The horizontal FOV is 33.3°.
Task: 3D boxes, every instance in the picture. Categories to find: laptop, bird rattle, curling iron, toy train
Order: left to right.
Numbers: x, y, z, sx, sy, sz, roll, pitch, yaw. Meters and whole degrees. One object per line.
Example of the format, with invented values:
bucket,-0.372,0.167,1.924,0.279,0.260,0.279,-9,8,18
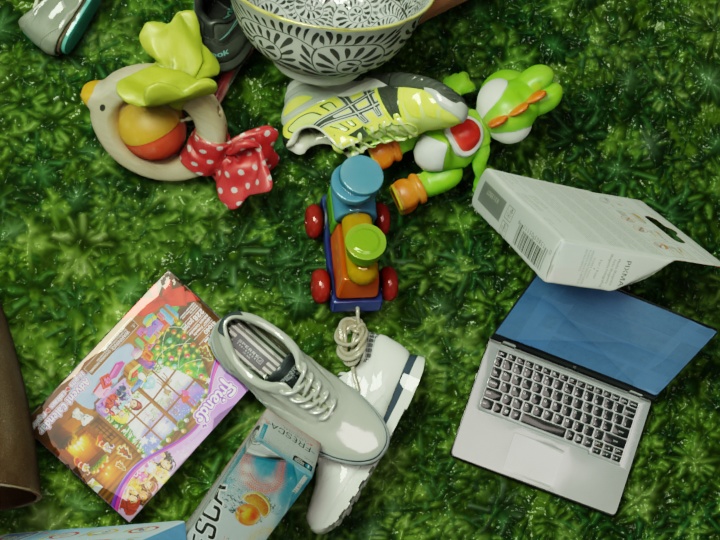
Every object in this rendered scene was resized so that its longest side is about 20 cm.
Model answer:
bird rattle,-0.171,-0.141,1.138,0.162,0.200,0.113,-7,52,21
curling iron,-0.125,-0.230,1.200,0.049,0.026,0.201,34,80,-8
toy train,0.000,0.000,1.134,0.084,0.116,0.201,-2,66,-10
laptop,0.216,0.122,1.184,0.186,0.116,0.201,21,82,-7

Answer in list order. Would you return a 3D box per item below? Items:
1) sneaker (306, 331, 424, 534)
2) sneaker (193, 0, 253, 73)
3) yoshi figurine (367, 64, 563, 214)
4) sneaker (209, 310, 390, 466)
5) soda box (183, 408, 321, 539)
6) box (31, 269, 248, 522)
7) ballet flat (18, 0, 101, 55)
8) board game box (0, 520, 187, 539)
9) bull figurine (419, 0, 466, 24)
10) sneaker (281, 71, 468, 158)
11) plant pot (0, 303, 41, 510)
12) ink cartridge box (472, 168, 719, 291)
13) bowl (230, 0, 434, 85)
sneaker,-0.011,0.157,1.171,0.080,0.076,0.201,27,75,2
sneaker,-0.115,-0.293,1.167,0.075,0.079,0.201,9,72,6
yoshi figurine,0.108,-0.141,1.214,0.199,0.113,0.112,-29,50,3
sneaker,-0.058,0.112,1.108,0.200,0.071,0.073,35,79,2
soda box,-0.117,0.228,1.100,0.063,0.068,0.200,32,109,-6
box,-0.202,0.118,1.150,0.137,0.039,0.200,43,80,-5
ballet flat,-0.257,-0.299,1.164,0.064,0.067,0.200,35,80,2
board game box,-0.274,0.263,1.010,0.195,0.200,0.056,-8,87,20
bull figurine,0.035,-0.287,1.212,0.199,0.065,0.122,-27,92,-9
sneaker,0.013,-0.143,1.155,0.199,0.075,0.077,4,73,33
plant pot,-0.376,0.104,1.066,0.186,0.187,0.201,-1,71,-10
ink cartridge box,0.229,-0.033,1.172,0.199,0.163,0.057,13,112,-28
bowl,-0.035,-0.233,1.110,0.199,0.095,0.201,6,39,-5
